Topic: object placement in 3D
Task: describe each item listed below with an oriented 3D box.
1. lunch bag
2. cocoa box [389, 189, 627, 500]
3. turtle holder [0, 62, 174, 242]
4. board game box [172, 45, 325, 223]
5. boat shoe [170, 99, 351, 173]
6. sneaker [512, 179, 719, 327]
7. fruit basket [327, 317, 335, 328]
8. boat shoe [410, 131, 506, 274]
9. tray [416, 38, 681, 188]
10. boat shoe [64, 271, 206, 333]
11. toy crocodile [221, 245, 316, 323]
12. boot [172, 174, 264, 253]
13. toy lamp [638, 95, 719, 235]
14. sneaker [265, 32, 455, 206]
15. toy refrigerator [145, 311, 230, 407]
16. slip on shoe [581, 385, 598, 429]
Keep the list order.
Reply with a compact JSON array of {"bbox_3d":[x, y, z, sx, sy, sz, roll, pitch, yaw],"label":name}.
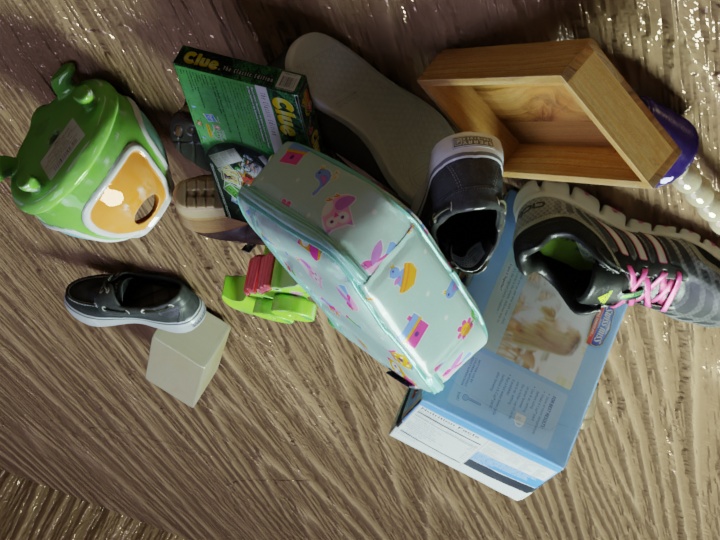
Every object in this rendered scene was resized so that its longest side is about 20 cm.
[{"bbox_3d":[0.000,0.000,1.219,0.160,0.077,0.200,29,162,46],"label":"lunch bag"},{"bbox_3d":[0.128,0.063,1.344,0.132,0.202,0.131,25,159,-2],"label":"cocoa box"},{"bbox_3d":[-0.250,-0.092,1.477,0.131,0.142,0.185,35,156,-30],"label":"turtle holder"},{"bbox_3d":[-0.075,-0.092,1.261,0.104,0.024,0.201,18,152,18],"label":"board game box"},{"bbox_3d":[-0.058,-0.098,1.346,0.199,0.074,0.076,30,147,-12],"label":"boat shoe"},{"bbox_3d":[0.202,0.004,1.256,0.198,0.088,0.074,25,134,4],"label":"sneaker"},{"bbox_3d":[0.023,0.044,1.573,0.184,0.095,0.200,28,165,-20],"label":"fruit basket"},{"bbox_3d":[0.077,-0.032,1.196,0.069,0.067,0.200,-3,160,-6],"label":"boat shoe"},{"bbox_3d":[0.122,-0.106,1.093,0.099,0.037,0.200,46,167,-21],"label":"tray"},{"bbox_3d":[-0.271,0.027,1.911,0.198,0.069,0.057,6,145,29],"label":"boat shoe"},{"bbox_3d":[-0.072,0.007,1.409,0.061,0.068,0.200,13,172,-15],"label":"toy crocodile"},{"bbox_3d":[-0.069,-0.053,1.507,0.197,0.073,0.166,7,174,10],"label":"boot"},{"bbox_3d":[0.240,-0.052,1.146,0.058,0.059,0.200,0,148,47],"label":"toy lamp"},{"bbox_3d":[-0.001,-0.108,1.272,0.200,0.071,0.099,39,159,-25],"label":"sneaker"},{"bbox_3d":[-0.213,0.100,2.011,0.075,0.070,0.200,31,159,2],"label":"toy refrigerator"},{"bbox_3d":[0.146,0.115,1.620,0.198,0.061,0.076,4,-165,32],"label":"slip on shoe"}]
